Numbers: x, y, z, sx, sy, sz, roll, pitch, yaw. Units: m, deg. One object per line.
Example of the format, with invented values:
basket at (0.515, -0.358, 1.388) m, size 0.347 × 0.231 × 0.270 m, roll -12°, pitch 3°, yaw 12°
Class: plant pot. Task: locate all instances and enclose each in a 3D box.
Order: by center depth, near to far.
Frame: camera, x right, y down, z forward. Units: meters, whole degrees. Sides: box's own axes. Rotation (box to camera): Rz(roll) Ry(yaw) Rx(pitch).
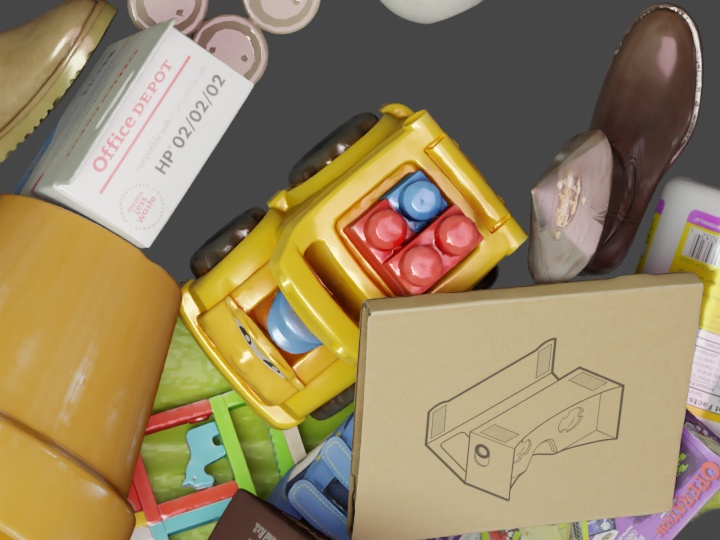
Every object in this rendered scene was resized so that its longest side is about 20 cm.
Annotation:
plant pot at (-0.197, 0.065, 1.540) m, size 0.200 × 0.200 × 0.183 m, roll 31°, pitch 73°, yaw -13°

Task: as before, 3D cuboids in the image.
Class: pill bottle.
pill bottle at (0.210, 0.049, 1.695) m, size 0.104 × 0.104 × 0.200 m, roll 18°, pitch 95°, yaw -13°

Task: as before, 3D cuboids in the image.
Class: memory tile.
memory tile at (-0.104, -0.219, 1.648) m, size 0.200 × 0.017 × 0.153 m, roll 41°, pitch 87°, yaw -12°

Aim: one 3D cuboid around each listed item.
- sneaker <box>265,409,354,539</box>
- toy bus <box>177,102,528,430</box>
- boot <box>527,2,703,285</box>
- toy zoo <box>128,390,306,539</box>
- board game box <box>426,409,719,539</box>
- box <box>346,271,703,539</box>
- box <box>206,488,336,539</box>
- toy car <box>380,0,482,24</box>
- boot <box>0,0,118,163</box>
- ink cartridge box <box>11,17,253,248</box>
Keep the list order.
sneaker at (-0.001, 0.126, 1.623) m, size 0.074 × 0.082 × 0.200 m, roll 38°, pitch 87°, yaw 0°
toy bus at (0.000, 0.000, 1.597) m, size 0.200 × 0.192 × 0.136 m, roll -40°, pitch 97°, yaw -6°
boot at (0.151, -0.079, 1.619) m, size 0.064 × 0.200 × 0.187 m, roll 16°, pitch 93°, yaw 15°
toy zoo at (-0.124, 0.156, 1.659) m, size 0.200 × 0.020 × 0.131 m, roll -17°, pitch 79°, yaw -10°
board game box at (0.128, 0.148, 1.670) m, size 0.120 × 0.032 × 0.200 m, roll 44°, pitch 115°, yaw 8°
box at (0.094, 0.081, 1.561) m, size 0.200 × 0.021 × 0.164 m, roll -5°, pitch 121°, yaw -14°
box at (-0.006, 0.255, 1.531) m, size 0.200 × 0.166 × 0.164 m, roll 32°, pitch 89°, yaw -25°
toy car at (0.071, -0.252, 1.605) m, size 0.200 × 0.150 × 0.175 m, roll -26°, pitch 101°, yaw -16°
boot at (-0.266, -0.149, 1.568) m, size 0.200 × 0.066 × 0.175 m, roll 39°, pitch 118°, yaw -13°
ink cartridge box at (-0.130, -0.075, 1.557) m, size 0.068 × 0.200 × 0.115 m, roll 34°, pitch 81°, yaw -13°
